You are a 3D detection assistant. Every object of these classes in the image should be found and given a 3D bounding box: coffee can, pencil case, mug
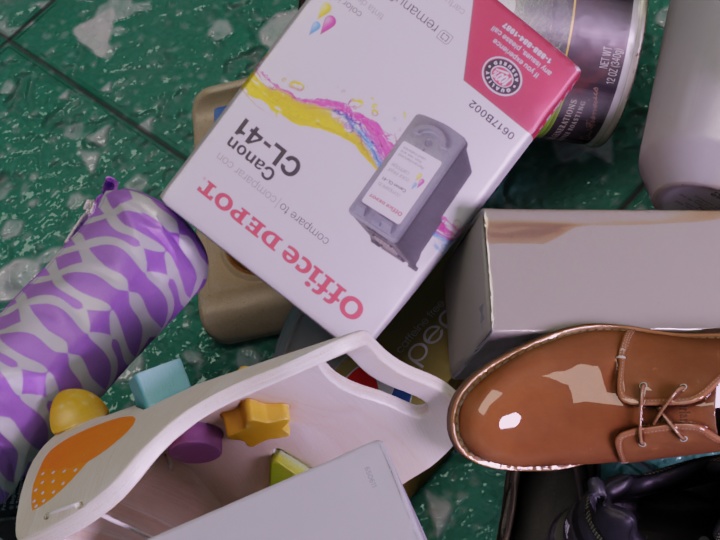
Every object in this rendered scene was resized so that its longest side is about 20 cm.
[{"bbox_3d":[0.065,-0.164,1.043,0.198,0.147,0.148,7,55,-8],"label":"coffee can"},{"bbox_3d":[-0.167,0.035,0.905,0.086,0.084,0.200,45,56,-8],"label":"pencil case"},{"bbox_3d":[0.254,-0.093,0.989,0.185,0.150,0.154,12,67,30],"label":"mug"}]

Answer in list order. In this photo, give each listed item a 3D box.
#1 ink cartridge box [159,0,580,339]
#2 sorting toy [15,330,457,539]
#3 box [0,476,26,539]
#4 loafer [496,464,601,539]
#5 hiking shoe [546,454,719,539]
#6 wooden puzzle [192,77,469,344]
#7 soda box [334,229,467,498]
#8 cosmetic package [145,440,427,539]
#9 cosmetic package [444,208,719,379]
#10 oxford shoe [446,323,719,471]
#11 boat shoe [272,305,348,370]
[{"bbox_3d":[0.005,-0.075,0.921,0.147,0.086,0.201,37,90,-1],"label":"ink cartridge box"},{"bbox_3d":[-0.045,0.091,0.841,0.179,0.200,0.108,-28,53,21],"label":"sorting toy"},{"bbox_3d":[-0.258,0.138,0.980,0.198,0.123,0.107,-7,53,11],"label":"box"},{"bbox_3d":[0.100,0.154,0.903,0.071,0.063,0.202,-5,55,12],"label":"loafer"},{"bbox_3d":[0.200,0.139,0.842,0.198,0.101,0.076,1,61,-9],"label":"hiking shoe"},{"bbox_3d":[-0.025,-0.063,1.096,0.183,0.046,0.202,-12,57,7],"label":"wooden puzzle"},{"bbox_3d":[0.034,0.069,0.979,0.064,0.068,0.200,33,70,31],"label":"soda box"},{"bbox_3d":[-0.040,0.213,0.816,0.198,0.201,0.124,-23,52,-1],"label":"cosmetic package"},{"bbox_3d":[0.153,0.014,0.916,0.198,0.105,0.072,1,72,-11],"label":"cosmetic package"},{"bbox_3d":[0.142,0.064,0.826,0.198,0.072,0.071,-9,9,-6],"label":"oxford shoe"},{"bbox_3d":[0.000,0.000,1.003,0.073,0.065,0.201,31,92,24],"label":"boat shoe"}]
